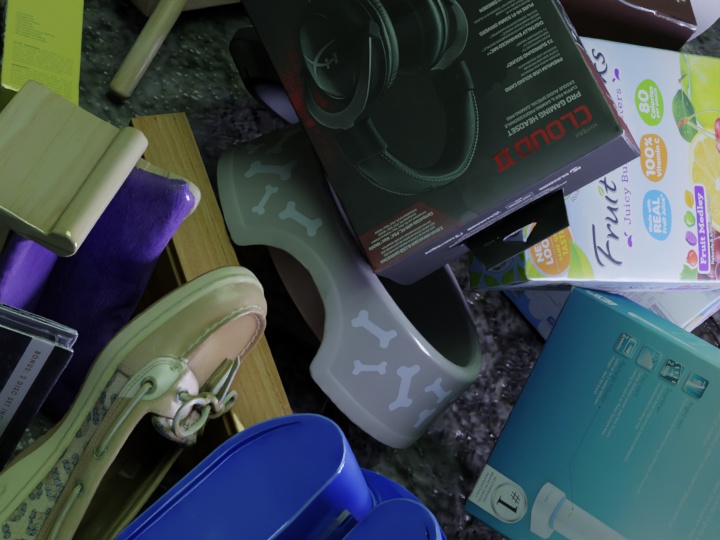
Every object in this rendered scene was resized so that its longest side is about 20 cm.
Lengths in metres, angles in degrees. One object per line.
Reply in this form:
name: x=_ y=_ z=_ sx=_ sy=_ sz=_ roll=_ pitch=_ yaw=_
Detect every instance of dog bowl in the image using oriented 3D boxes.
dog bowl: x=0.000 y=0.000 z=0.983 sx=0.200 sy=0.058 sz=0.201 roll=51 pitch=17 yaw=-23

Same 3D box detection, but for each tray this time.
tray: x=-0.093 y=0.025 z=0.937 sx=0.037 sy=0.099 sz=0.201 roll=-7 pitch=60 yaw=-25

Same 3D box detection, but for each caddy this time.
caddy: x=-0.043 y=0.168 z=0.830 sx=0.200 sy=0.105 sz=0.141 roll=-40 pitch=64 yaw=-19

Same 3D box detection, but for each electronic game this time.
electronic game: x=0.009 y=-0.095 z=1.058 sx=0.199 sy=0.200 sz=0.042 roll=29 pitch=83 yaw=-11

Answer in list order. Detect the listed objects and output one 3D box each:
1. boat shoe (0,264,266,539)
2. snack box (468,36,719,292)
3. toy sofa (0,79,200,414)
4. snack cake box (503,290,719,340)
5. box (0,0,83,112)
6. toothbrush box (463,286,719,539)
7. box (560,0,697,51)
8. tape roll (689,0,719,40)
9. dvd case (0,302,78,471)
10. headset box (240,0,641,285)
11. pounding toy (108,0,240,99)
boat shoe: x=-0.109 y=0.085 z=0.830 sx=0.063 sy=0.200 sz=0.073 roll=42 pitch=3 yaw=29
snack box: x=0.146 y=-0.060 z=1.012 sx=0.199 sy=0.053 sz=0.144 roll=2 pitch=81 yaw=-40
toy sofa: x=-0.159 y=0.017 z=0.829 sx=0.097 sy=0.200 sz=0.083 roll=30 pitch=43 yaw=-2
snack cake box: x=0.195 y=-0.008 z=1.184 sx=0.115 sy=0.067 sz=0.199 roll=49 pitch=44 yaw=12
box: x=-0.198 y=-0.156 z=1.031 sx=0.050 sy=0.075 sz=0.201 roll=16 pitch=48 yaw=-23
toothbrush box: x=0.181 y=0.119 z=0.955 sx=0.199 sy=0.147 sz=0.085 roll=30 pitch=10 yaw=27
box: x=0.121 y=-0.130 z=1.134 sx=0.099 sy=0.200 sz=0.075 roll=15 pitch=48 yaw=-23
tape roll: x=0.192 y=-0.280 z=1.302 sx=0.138 sy=0.203 sz=0.204 roll=7 pitch=53 yaw=-29
dvd case: x=-0.248 y=0.042 z=0.785 sx=0.199 sy=0.149 sz=0.016 roll=21 pitch=43 yaw=-19
headset box: x=0.044 y=-0.099 z=0.906 sx=0.201 sy=0.148 sz=0.077 roll=65 pitch=13 yaw=13
pounding toy: x=-0.094 y=-0.238 z=1.108 sx=0.199 sy=0.185 sz=0.142 roll=-18 pitch=55 yaw=-42
